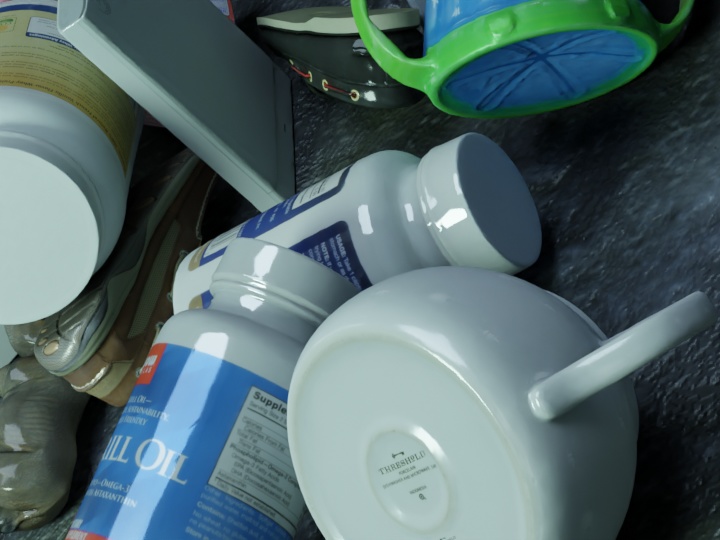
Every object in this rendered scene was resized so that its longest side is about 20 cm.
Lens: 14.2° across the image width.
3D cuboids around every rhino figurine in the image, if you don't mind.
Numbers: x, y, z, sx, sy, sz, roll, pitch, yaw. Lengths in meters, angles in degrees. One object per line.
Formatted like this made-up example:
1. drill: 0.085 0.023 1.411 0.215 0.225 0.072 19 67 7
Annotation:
1. rhino figurine: -0.212 0.085 1.848 0.087 0.060 0.201 -8 48 19

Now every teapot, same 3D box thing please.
1. teapot: 0.072 0.075 1.465 0.199 0.198 0.146 26 38 34

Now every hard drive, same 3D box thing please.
1. hard drive: -0.114 -0.136 1.829 0.026 0.200 0.132 -30 38 23

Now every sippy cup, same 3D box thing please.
1. sippy cup: 0.092 -0.171 1.651 0.139 0.177 0.131 -28 67 42

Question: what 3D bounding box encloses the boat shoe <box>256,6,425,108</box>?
1. boat shoe: -0.015 -0.136 1.831 0.073 0.063 0.201 -10 11 -20

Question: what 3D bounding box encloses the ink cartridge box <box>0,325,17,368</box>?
1. ink cartridge box: -0.269 -0.022 2.011 0.115 0.068 0.200 -47 34 4

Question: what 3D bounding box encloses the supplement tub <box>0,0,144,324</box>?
1. supplement tub: -0.213 -0.068 1.810 0.144 0.144 0.200 -36 22 19

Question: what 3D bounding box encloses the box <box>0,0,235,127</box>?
1. box: -0.193 -0.169 1.941 0.103 0.199 0.095 -105 28 -50

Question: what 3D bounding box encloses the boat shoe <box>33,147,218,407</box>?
1. boat shoe: -0.136 0.005 1.837 0.076 0.072 0.200 -22 31 48

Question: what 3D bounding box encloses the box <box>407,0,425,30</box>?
1. box: 0.096 -0.210 1.798 0.158 0.051 0.200 -41 35 11

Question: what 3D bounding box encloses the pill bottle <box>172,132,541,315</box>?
1. pill bottle: 0.000 0.000 1.648 0.199 0.111 0.111 -27 40 29

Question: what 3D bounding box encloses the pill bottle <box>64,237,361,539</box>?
1. pill bottle: -0.073 0.090 1.541 0.112 0.112 0.201 5 66 50
